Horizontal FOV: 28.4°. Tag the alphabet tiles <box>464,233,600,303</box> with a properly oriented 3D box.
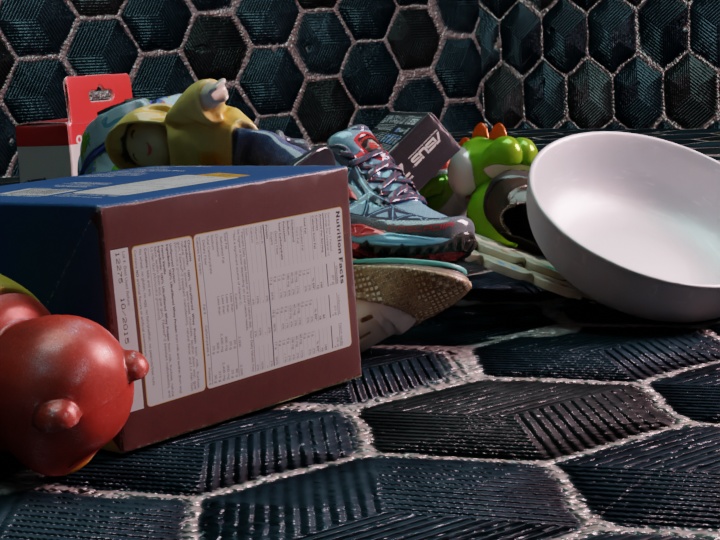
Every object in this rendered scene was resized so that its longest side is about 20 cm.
[{"bbox_3d":[0.105,-0.015,1.127,0.197,0.015,0.196,20,7,-4],"label":"alphabet tiles"}]

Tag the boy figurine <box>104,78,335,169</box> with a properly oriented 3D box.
[{"bbox_3d":[-0.104,-0.082,1.012,0.198,0.126,0.064,24,44,34],"label":"boy figurine"}]

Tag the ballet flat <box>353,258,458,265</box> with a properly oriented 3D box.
[{"bbox_3d":[0.000,0.000,1.136,0.199,0.063,0.069,-6,-38,-52],"label":"ballet flat"}]

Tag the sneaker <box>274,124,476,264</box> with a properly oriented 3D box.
[{"bbox_3d":[-0.003,-0.058,1.029,0.198,0.097,0.079,13,-1,32],"label":"sneaker"}]

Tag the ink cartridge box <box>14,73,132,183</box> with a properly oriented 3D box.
[{"bbox_3d":[-0.272,-0.087,1.389,0.066,0.203,0.116,0,9,24],"label":"ink cartridge box"}]

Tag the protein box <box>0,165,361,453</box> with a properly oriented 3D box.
[{"bbox_3d":[-0.137,0.011,0.883,0.197,0.137,0.199,4,11,42],"label":"protein box"}]

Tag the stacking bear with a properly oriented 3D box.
[{"bbox_3d":[-0.204,0.053,0.749,0.198,0.116,0.121,9,22,31],"label":"stacking bear"}]

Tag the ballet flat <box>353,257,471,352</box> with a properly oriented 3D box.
[{"bbox_3d":[-0.017,0.025,0.998,0.197,0.066,0.070,2,-20,28],"label":"ballet flat"}]

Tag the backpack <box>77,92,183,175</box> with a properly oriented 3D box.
[{"bbox_3d":[-0.160,-0.069,1.181,0.160,0.155,0.201,-7,-34,-9],"label":"backpack"}]

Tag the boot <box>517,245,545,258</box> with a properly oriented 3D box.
[{"bbox_3d":[0.185,-0.040,1.301,0.198,0.073,0.166,-16,10,26],"label":"boot"}]

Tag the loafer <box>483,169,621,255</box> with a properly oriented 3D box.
[{"bbox_3d":[0.194,-0.024,1.164,0.197,0.074,0.071,12,22,4],"label":"loafer"}]

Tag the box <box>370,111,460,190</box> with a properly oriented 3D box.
[{"bbox_3d":[0.002,-0.074,1.284,0.161,0.049,0.200,-43,11,-3],"label":"box"}]

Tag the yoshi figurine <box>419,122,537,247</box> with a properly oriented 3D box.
[{"bbox_3d":[0.089,-0.048,1.280,0.112,0.112,0.199,-45,8,-38],"label":"yoshi figurine"}]

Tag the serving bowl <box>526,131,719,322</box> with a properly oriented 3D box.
[{"bbox_3d":[0.214,-0.024,1.068,0.197,0.066,0.201,9,36,-6],"label":"serving bowl"}]
